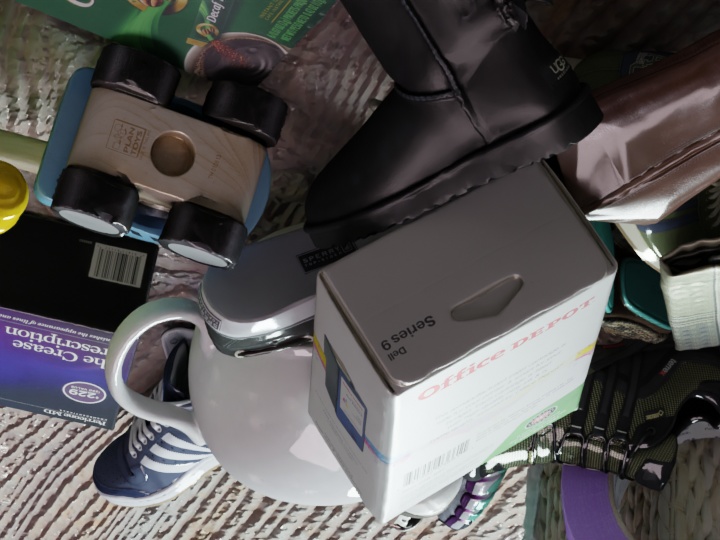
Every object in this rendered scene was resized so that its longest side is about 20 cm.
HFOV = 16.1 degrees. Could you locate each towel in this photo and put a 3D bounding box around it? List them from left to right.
[{"bbox_3d":[0.271,-0.002,1.497,0.191,0.035,0.200,-10,164,6],"label":"towel"}]

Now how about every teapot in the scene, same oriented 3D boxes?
[{"bbox_3d":[-0.026,0.038,1.579,0.196,0.200,0.147,13,137,27],"label":"teapot"}]

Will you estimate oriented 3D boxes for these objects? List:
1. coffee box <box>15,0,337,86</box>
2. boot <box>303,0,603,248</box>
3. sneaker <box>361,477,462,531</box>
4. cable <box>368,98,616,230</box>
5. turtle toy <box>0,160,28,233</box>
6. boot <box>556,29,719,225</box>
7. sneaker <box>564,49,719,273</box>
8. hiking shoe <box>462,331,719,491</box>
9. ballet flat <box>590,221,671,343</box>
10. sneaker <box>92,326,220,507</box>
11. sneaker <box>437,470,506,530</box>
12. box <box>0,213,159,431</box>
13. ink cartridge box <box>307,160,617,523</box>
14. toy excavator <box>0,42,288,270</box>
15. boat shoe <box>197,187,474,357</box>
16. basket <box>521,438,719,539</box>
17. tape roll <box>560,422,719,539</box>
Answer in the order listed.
[{"bbox_3d":[-0.121,-0.172,1.386,0.199,0.044,0.123,22,146,-21],"label":"coffee box"},{"bbox_3d":[0.019,-0.115,1.338,0.198,0.073,0.163,-24,103,33],"label":"boot"},{"bbox_3d":[0.032,0.139,1.742,0.082,0.077,0.200,58,171,-19],"label":"sneaker"},{"bbox_3d":[0.101,-0.079,1.500,0.097,0.051,0.200,-28,146,32],"label":"cable"},{"bbox_3d":[-0.272,-0.074,1.461,0.101,0.201,0.146,-7,162,-33],"label":"turtle toy"},{"bbox_3d":[0.217,-0.066,1.382,0.200,0.064,0.186,-34,120,14],"label":"boot"},{"bbox_3d":[0.188,-0.059,1.462,0.089,0.067,0.200,-9,142,35],"label":"sneaker"},{"bbox_3d":[0.155,0.097,1.625,0.199,0.101,0.076,-23,148,-9],"label":"hiking shoe"},{"bbox_3d":[0.135,0.005,1.547,0.075,0.068,0.200,-6,162,21],"label":"ballet flat"},{"bbox_3d":[-0.136,0.102,1.803,0.199,0.070,0.108,-23,142,31],"label":"sneaker"},{"bbox_3d":[0.073,0.103,1.773,0.087,0.075,0.200,29,141,3],"label":"sneaker"},{"bbox_3d":[-0.246,0.025,1.706,0.199,0.079,0.141,13,151,-6],"label":"box"},{"bbox_3d":[0.053,0.041,1.419,0.145,0.088,0.200,-29,161,-14],"label":"ink cartridge box"},{"bbox_3d":[-0.154,-0.063,1.493,0.193,0.100,0.200,18,169,-9],"label":"toy excavator"},{"bbox_3d":[0.000,0.000,1.496,0.199,0.069,0.057,-15,150,-11],"label":"boat shoe"},{"bbox_3d":[0.230,0.230,1.793,0.198,0.201,0.161,27,142,-27],"label":"basket"},{"bbox_3d":[0.232,0.153,1.665,0.199,0.201,0.066,3,148,10],"label":"tape roll"}]
